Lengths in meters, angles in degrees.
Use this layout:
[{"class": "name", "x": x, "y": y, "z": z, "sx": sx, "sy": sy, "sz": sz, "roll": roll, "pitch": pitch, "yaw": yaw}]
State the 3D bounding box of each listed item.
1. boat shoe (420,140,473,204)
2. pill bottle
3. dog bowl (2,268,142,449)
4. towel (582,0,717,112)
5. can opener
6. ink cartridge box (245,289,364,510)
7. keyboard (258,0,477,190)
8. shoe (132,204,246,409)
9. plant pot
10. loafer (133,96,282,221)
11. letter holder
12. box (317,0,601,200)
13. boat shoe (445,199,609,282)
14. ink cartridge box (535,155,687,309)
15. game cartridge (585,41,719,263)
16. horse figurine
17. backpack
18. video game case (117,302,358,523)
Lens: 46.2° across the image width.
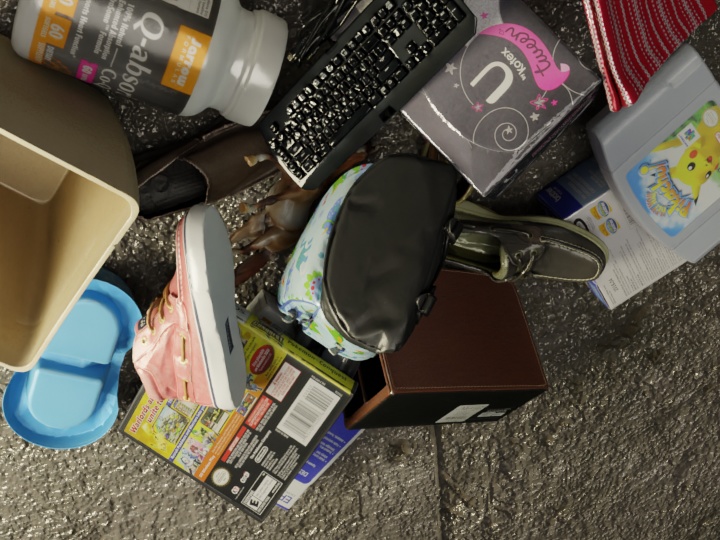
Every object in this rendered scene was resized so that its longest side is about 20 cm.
[{"class": "boat shoe", "x": 0.110, "y": -0.160, "z": 0.798, "sx": 0.071, "sy": 0.068, "sz": 0.203, "roll": 2, "pitch": 117, "yaw": -15}, {"class": "pill bottle", "x": -0.166, "y": -0.195, "z": 0.682, "sx": 0.198, "sy": 0.117, "sz": 0.117, "roll": 17, "pitch": 113, "yaw": -21}, {"class": "dog bowl", "x": -0.285, "y": 0.084, "z": 0.843, "sx": 0.110, "sy": 0.050, "sz": 0.202, "roll": 15, "pitch": 114, "yaw": -21}, {"class": "towel", "x": 0.231, "y": -0.234, "z": 0.674, "sx": 0.200, "sy": 0.022, "sz": 0.146, "roll": -43, "pitch": 121, "yaw": -37}, {"class": "can opener", "x": -0.071, "y": 0.120, "z": 0.863, "sx": 0.063, "sy": 0.079, "sz": 0.201, "roll": 20, "pitch": 119, "yaw": -31}, {"class": "ink cartridge box", "x": -0.093, "y": 0.149, "z": 0.932, "sx": 0.197, "sy": 0.047, "sz": 0.200, "roll": 36, "pitch": 106, "yaw": -29}, {"class": "keyboard", "x": -0.012, "y": -0.158, "z": 0.655, "sx": 0.200, "sy": 0.040, "sz": 0.104, "roll": -42, "pitch": 85, "yaw": 25}, {"class": "shoe", "x": -0.159, "y": 0.037, "z": 0.745, "sx": 0.090, "sy": 0.072, "sz": 0.203, "roll": 2, "pitch": 121, "yaw": 9}, {"class": "plant pot", "x": -0.296, "y": -0.080, "z": 0.665, "sx": 0.198, "sy": 0.178, "sz": 0.200, "roll": 29, "pitch": 121, "yaw": -26}, {"class": "loafer", "x": -0.132, "y": -0.091, "z": 0.773, "sx": 0.198, "sy": 0.071, "sz": 0.074, "roll": -26, "pitch": 121, "yaw": 1}, {"class": "letter holder", "x": 0.078, "y": 0.081, "z": 0.902, "sx": 0.198, "sy": 0.144, "sz": 0.101, "roll": 3, "pitch": 150, "yaw": -30}, {"class": "box", "x": 0.085, "y": -0.175, "z": 0.704, "sx": 0.132, "sy": 0.115, "sz": 0.200, "roll": -44, "pitch": 84, "yaw": 12}, {"class": "boat shoe", "x": 0.146, "y": -0.018, "z": 0.845, "sx": 0.198, "sy": 0.066, "sz": 0.072, "roll": 16, "pitch": 137, "yaw": 8}, {"class": "ink cartridge box", "x": 0.280, "y": -0.056, "z": 0.893, "sx": 0.199, "sy": 0.077, "sz": 0.137, "roll": -34, "pitch": 119, "yaw": 4}, {"class": "game cartridge", "x": 0.310, "y": -0.101, "z": 0.816, "sx": 0.133, "sy": 0.041, "sz": 0.200, "roll": -41, "pitch": 118, "yaw": 14}, {"class": "horse figurine", "x": -0.079, "y": -0.054, "z": 0.791, "sx": 0.132, "sy": 0.050, "sz": 0.201, "roll": -21, "pitch": 154, "yaw": -46}, {"class": "backpack", "x": 0.000, "y": 0.000, "z": 0.733, "sx": 0.152, "sy": 0.200, "sz": 0.165, "roll": 18, "pitch": 77, "yaw": 7}, {"class": "video game case", "x": -0.126, "y": 0.136, "z": 0.839, "sx": 0.180, "sy": 0.026, "sz": 0.201, "roll": 33, "pitch": 117, "yaw": -3}]
